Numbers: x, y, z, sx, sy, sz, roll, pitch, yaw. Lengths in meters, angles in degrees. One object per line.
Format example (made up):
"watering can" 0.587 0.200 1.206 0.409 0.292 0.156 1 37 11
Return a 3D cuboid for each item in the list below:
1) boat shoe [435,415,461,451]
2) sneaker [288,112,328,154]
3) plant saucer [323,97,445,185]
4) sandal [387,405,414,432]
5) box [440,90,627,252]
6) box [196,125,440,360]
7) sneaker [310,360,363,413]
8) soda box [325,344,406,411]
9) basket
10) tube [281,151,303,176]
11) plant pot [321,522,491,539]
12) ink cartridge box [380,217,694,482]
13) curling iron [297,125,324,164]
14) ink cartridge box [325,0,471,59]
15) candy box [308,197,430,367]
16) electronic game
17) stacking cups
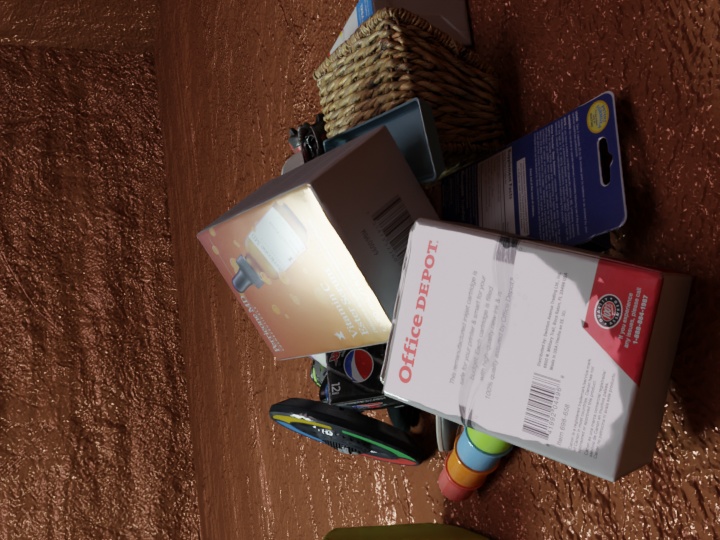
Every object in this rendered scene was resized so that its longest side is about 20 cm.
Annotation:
"boat shoe" 0.110 0.101 0.912 0.067 0.056 0.202 -61 -26 -69
"sneaker" -0.030 -0.126 1.056 0.200 0.070 0.099 26 -137 -78
"plant saucer" 0.019 -0.105 0.815 0.200 0.019 0.071 -7 97 63
"sandal" 0.030 0.112 1.140 0.075 0.047 0.203 135 130 -64
"box" 0.147 -0.057 0.748 0.199 0.032 0.122 -25 57 48
"box" -0.030 -0.016 0.797 0.199 0.106 0.153 -17 109 52
"sneaker" -0.028 0.144 1.166 0.200 0.082 0.071 -67 -40 -76
"soda box" 0.010 0.116 0.975 0.200 0.063 0.072 53 -149 -76
"basket" 0.055 -0.169 0.907 0.200 0.141 0.151 158 104 -65
"tube" -0.039 -0.065 1.035 0.200 0.057 0.052 59 -153 -58
"plant pot" 0.039 0.373 0.951 0.176 0.198 0.202 -160 69 -80
"ink cartridge box" 0.127 0.050 0.660 0.199 0.083 0.146 16 98 35
"curling iron" -0.042 -0.080 0.923 0.200 0.025 0.050 81 177 -62
"ink cartridge box" 0.032 -0.241 1.010 0.200 0.115 0.068 141 124 -64
"candy box" 0.000 0.000 1.026 0.200 0.061 0.137 -49 -17 -47
"electronic game" -0.018 0.203 1.079 0.200 0.198 0.042 -32 38 67
"stacking cups" 0.119 0.172 0.880 0.201 0.060 0.061 112 149 -47
